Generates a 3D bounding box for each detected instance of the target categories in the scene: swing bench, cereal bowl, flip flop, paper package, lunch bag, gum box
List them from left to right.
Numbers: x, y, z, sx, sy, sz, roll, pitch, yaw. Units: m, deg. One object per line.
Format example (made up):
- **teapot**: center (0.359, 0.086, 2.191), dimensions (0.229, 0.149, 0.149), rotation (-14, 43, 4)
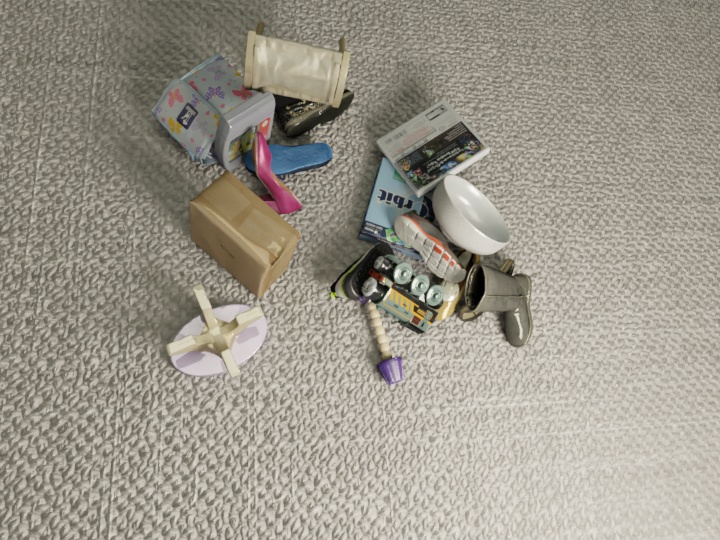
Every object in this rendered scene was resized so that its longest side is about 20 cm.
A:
- **lunch bag**: center (-0.328, -0.347, 1.198), dimensions (0.200, 0.127, 0.170), rotation (-41, 80, -18)
- **paper package**: center (-0.234, -0.065, 1.089), dimensions (0.200, 0.191, 0.104), rotation (40, 63, 2)
- **swing bench**: center (-0.132, -0.424, 1.139), dimensions (0.197, 0.131, 0.201), rotation (9, 29, -9)
- **gum box**: center (0.101, -0.143, 1.274), dimensions (0.168, 0.045, 0.202), rotation (19, 68, -8)
- **cereal bowl**: center (0.232, -0.111, 1.208), dimensions (0.199, 0.083, 0.201), rotation (29, 35, -22)
- **flip flop**: center (0.280, 0.039, 1.245), dimensions (0.057, 0.081, 0.200), rotation (34, 67, 24)

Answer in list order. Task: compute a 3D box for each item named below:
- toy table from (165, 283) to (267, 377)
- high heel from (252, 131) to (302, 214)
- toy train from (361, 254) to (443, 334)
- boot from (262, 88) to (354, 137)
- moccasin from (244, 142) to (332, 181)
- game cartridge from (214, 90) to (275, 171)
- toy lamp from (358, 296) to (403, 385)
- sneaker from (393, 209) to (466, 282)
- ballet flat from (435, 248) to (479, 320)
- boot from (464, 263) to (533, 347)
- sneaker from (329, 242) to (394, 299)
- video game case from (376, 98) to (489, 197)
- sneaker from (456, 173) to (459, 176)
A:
- **toy table**: center (-0.275, 0.123, 1.056), dimensions (0.199, 0.117, 0.184), rotation (-35, 82, -20)
- **high heel**: center (-0.174, -0.203, 1.156), dimensions (0.095, 0.202, 0.068), rotation (-9, 39, -11)
- **toy train**: center (0.091, 0.050, 1.143), dimensions (0.199, 0.085, 0.115), rotation (33, 89, -34)
- **boot**: center (-0.130, -0.420, 1.299), dimensions (0.203, 0.074, 0.154), rotation (-34, 79, -23)
- **moccasin**: center (-0.161, -0.239, 1.234), dimensions (0.198, 0.068, 0.081), rotation (-5, 80, -14)
- **game cartridge**: center (-0.247, -0.286, 1.155), dimensions (0.133, 0.200, 0.041), rotation (-36, 84, -21)
- **toy lamp**: center (0.043, 0.141, 1.159), dimensions (0.058, 0.058, 0.202), rotation (-14, 75, -17)
- **sneaker**: center (0.166, -0.063, 1.199), dimensions (0.200, 0.077, 0.082), rotation (46, 55, 7)
- **ballet flat**: center (0.209, 0.019, 1.233), dimensions (0.068, 0.063, 0.201), rotation (23, 64, 19)
- **boot**: center (0.298, 0.080, 1.169), dimensions (0.199, 0.072, 0.184), rotation (2, 86, -51)
- **sneaker**: center (0.000, 0.000, 1.187), dimensions (0.200, 0.082, 0.072), rotation (-37, 107, -45)
- **video game case**: center (0.165, -0.286, 1.265), dimensions (0.199, 0.023, 0.183), rotation (-32, 65, -5)
- **sneaker**: center (0.197, -0.282, 1.320), dimensions (0.070, 0.080, 0.202), rotation (6, 64, -13)
